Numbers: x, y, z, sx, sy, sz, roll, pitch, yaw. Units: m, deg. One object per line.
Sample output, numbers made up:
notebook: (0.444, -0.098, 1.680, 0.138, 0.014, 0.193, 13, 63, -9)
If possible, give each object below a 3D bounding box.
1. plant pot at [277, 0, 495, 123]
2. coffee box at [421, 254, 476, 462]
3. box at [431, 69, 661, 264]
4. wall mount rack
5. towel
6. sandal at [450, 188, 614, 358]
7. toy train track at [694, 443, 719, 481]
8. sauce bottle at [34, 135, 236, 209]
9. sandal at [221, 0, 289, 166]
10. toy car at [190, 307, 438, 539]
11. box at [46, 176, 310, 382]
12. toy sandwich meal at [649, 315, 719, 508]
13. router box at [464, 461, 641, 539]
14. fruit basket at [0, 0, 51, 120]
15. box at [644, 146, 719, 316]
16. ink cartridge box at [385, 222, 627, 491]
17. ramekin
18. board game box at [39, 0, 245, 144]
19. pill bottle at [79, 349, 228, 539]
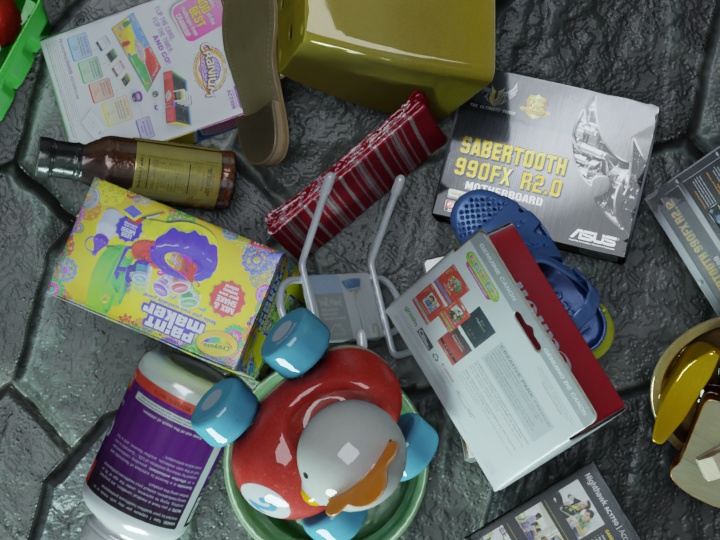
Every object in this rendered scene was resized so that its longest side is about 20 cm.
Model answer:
plant pot: (0.016, -0.263, 1.686, 0.175, 0.200, 0.201, 2, 82, -14)
coffee box: (0.136, 0.077, 1.707, 0.112, 0.080, 0.201, -13, 81, 4)
box: (0.186, -0.106, 1.743, 0.199, 0.048, 0.159, 14, 85, 9)
wall mount rack: (0.000, 0.000, 1.673, 0.074, 0.200, 0.175, -19, 80, 34)
towel: (-0.002, -0.090, 1.717, 0.200, 0.145, 0.023, -40, 74, 2)
sandal: (0.163, -0.002, 1.634, 0.200, 0.087, 0.080, 44, 88, 11)
toy train track: (0.400, 0.136, 1.589, 0.199, 0.033, 0.115, -28, 105, -4)
sauce bottle: (-0.226, -0.103, 1.760, 0.199, 0.066, 0.066, 7, 83, -11)
sandal: (-0.088, -0.207, 1.769, 0.077, 0.069, 0.213, -14, 77, 41)
toy car: (-0.027, 0.165, 1.522, 0.177, 0.200, 0.184, -44, 110, 3)
box: (-0.169, 0.016, 1.701, 0.199, 0.193, 0.123, 22, 86, 10)
toy sandwich meal: (0.361, 0.133, 1.637, 0.204, 0.070, 0.206, 5, 122, 8)
router box: (0.213, 0.307, 1.680, 0.149, 0.051, 0.201, -31, 79, 1)
fruit basket: (-0.431, -0.232, 1.765, 0.155, 0.216, 0.216, 27, 86, 17)
box: (0.389, -0.030, 1.657, 0.158, 0.048, 0.201, -37, 81, 34)
ink cartridge box: (0.140, 0.070, 1.574, 0.084, 0.176, 0.201, -24, 78, -37)
ramekin: (-0.027, 0.188, 1.705, 0.199, 0.098, 0.201, -1, 82, 7)
board game box: (-0.217, -0.199, 1.814, 0.199, 0.040, 0.154, -18, 80, 5)
pill bottle: (-0.200, 0.186, 1.714, 0.112, 0.112, 0.201, 27, 96, 10)
